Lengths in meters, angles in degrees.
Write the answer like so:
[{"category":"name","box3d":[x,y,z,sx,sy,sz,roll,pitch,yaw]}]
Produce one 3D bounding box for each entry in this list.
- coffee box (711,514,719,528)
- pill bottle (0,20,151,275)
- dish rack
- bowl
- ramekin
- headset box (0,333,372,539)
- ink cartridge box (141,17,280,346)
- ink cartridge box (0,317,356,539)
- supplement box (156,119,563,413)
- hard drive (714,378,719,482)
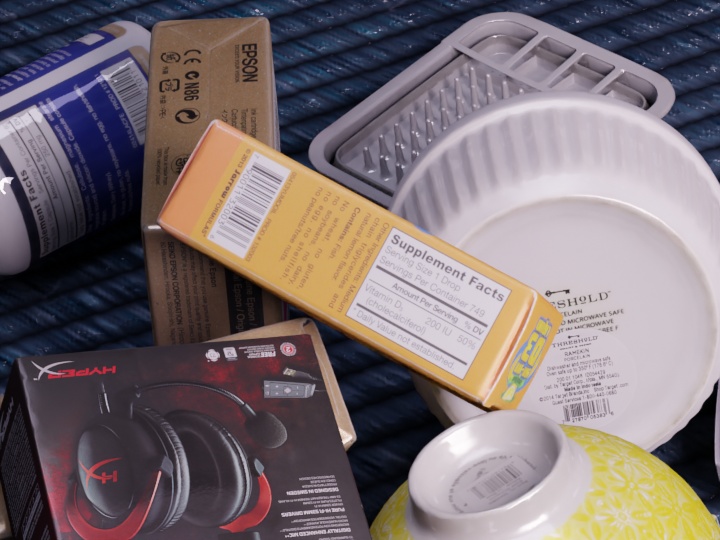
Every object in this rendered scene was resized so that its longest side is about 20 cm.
[{"category":"coffee box","box3d":[0.087,0.190,1.258,0.122,0.044,0.200,8,41,40]},{"category":"pill bottle","box3d":[-0.207,-0.068,1.580,0.199,0.116,0.116,-28,43,-22]},{"category":"dish rack","box3d":[0.084,-0.080,1.597,0.171,0.044,0.200,29,53,35]},{"category":"bowl","box3d":[0.076,0.133,1.206,0.199,0.108,0.201,-15,31,9]},{"category":"ramekin","box3d":[0.109,0.013,1.344,0.199,0.201,0.105,-7,22,2]},{"category":"headset box","box3d":[-0.073,0.135,1.131,0.148,0.075,0.201,-3,55,-21]},{"category":"ink cartridge box","box3d":[-0.082,-0.024,1.454,0.075,0.166,0.201,-4,40,0]},{"category":"ink cartridge box","box3d":[-0.123,0.105,1.287,0.199,0.165,0.076,-14,74,-25]},{"category":"supplement box","box3d":[0.000,0.000,1.259,0.199,0.067,0.069,31,89,19]},{"category":"hard drive","box3d":[0.264,0.061,1.379,0.134,0.043,0.201,12,43,7]}]
